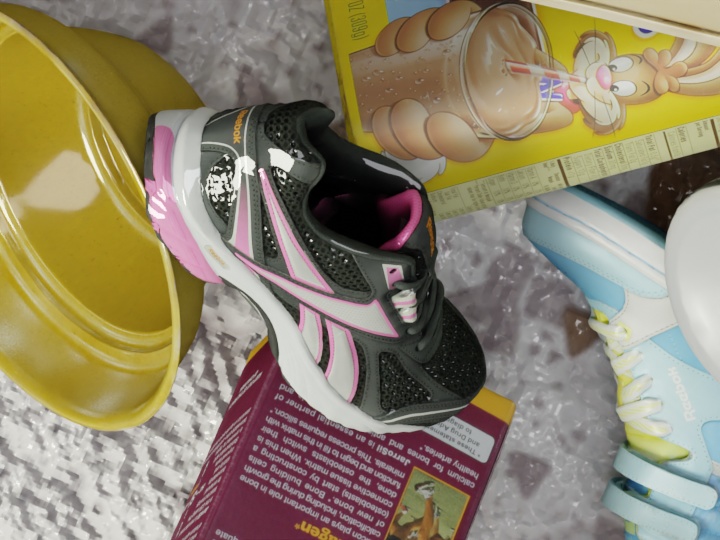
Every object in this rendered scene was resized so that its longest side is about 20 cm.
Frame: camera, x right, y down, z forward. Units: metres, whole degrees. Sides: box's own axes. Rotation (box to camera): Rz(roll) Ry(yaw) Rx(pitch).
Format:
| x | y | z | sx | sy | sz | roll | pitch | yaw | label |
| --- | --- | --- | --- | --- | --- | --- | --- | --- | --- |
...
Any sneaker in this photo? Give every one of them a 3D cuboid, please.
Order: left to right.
| x | y | z | sx | sy | sz | roll | pitch | yaw | label |
| --- | --- | --- | --- | --- | --- | --- | --- | --- | --- |
| 0.000 | 0.000 | 1.191 | 0.086 | 0.081 | 0.200 | -13 | 145 | 33 | sneaker |
| 0.129 | 0.057 | 1.319 | 0.200 | 0.080 | 0.131 | 36 | 95 | -9 | sneaker |

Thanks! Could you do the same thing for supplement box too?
| x | y | z | sx | sy | sz | roll | pitch | yaw | label |
| --- | --- | --- | --- | --- | --- | --- | --- | --- | --- |
| -0.025 | 0.129 | 1.271 | 0.110 | 0.086 | 0.200 | 27 | 64 | -8 | supplement box |

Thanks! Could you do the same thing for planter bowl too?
| x | y | z | sx | sy | sz | roll | pitch | yaw | label |
| --- | --- | --- | --- | --- | --- | --- | --- | --- | --- |
| -0.114 | -0.039 | 1.259 | 0.083 | 0.200 | 0.201 | -30 | 104 | -35 | planter bowl |

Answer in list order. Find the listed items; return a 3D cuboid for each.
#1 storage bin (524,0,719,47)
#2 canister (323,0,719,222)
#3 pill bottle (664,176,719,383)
| x | y | z | sx | sy | sz | roll | pitch | yaw | label |
| --- | --- | --- | --- | --- | --- | --- | --- | --- | --- |
| 0.122 | -0.200 | 1.130 | 0.199 | 0.094 | 0.199 | 13 | 81 | -5 | storage bin |
| 0.091 | -0.105 | 1.246 | 0.199 | 0.087 | 0.149 | -15 | 58 | 8 | canister |
| 0.234 | -0.022 | 1.266 | 0.200 | 0.106 | 0.107 | -26 | 104 | -33 | pill bottle |
